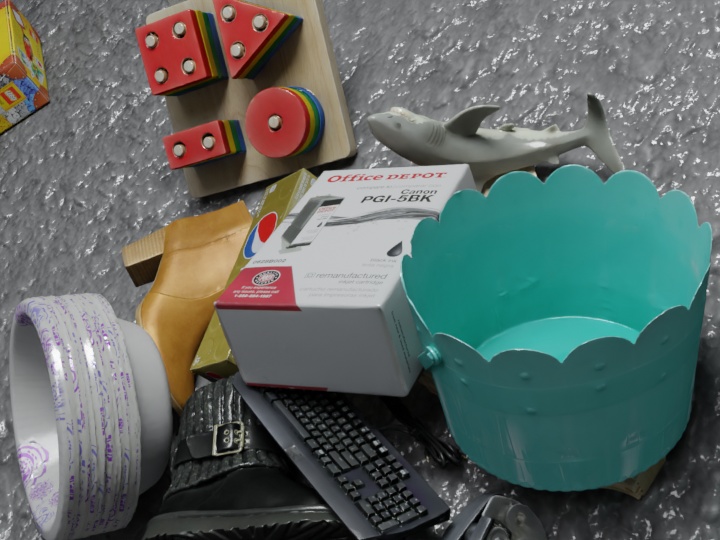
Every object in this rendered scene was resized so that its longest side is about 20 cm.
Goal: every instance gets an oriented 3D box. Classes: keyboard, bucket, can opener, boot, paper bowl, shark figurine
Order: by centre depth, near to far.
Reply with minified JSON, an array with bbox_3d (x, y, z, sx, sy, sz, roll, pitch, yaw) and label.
[{"bbox_3d":[0.058,0.241,0.644,0.201,0.053,0.067,-58,16,-19],"label":"can opener"},{"bbox_3d":[0.133,0.036,0.658,0.205,0.136,0.208,-8,36,6],"label":"bucket"},{"bbox_3d":[0.000,0.121,0.731,0.126,0.021,0.200,-10,36,-35],"label":"keyboard"},{"bbox_3d":[-0.060,0.155,0.755,0.209,0.080,0.159,-1,39,14],"label":"boot"},{"bbox_3d":[-0.227,0.120,0.826,0.103,0.202,0.201,-4,33,-31],"label":"paper bowl"},{"bbox_3d":[0.119,-0.091,0.846,0.212,0.128,0.091,3,80,12],"label":"shark figurine"},{"bbox_3d":[-0.139,0.026,0.920,0.143,0.071,0.203,-20,59,-4],"label":"boot"}]

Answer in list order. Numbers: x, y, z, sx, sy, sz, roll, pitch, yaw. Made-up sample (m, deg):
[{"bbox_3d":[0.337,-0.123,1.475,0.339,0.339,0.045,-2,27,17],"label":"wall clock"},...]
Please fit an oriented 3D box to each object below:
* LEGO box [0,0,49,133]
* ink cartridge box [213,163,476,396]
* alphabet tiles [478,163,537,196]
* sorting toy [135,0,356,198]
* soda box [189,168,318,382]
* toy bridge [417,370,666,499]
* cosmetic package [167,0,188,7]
[{"bbox_3d":[-0.539,-0.283,1.406,0.148,0.077,0.201,-31,44,5],"label":"LEGO box"},{"bbox_3d":[0.000,0.000,0.771,0.145,0.084,0.200,0,35,28],"label":"ink cartridge box"},{"bbox_3d":[0.075,-0.022,0.862,0.194,0.015,0.201,-24,46,14],"label":"alphabet tiles"},{"bbox_3d":[-0.126,-0.192,0.997,0.197,0.202,0.070,-12,4,23],"label":"sorting toy"},{"bbox_3d":[-0.077,0.012,0.874,0.067,0.064,0.202,-20,44,50],"label":"soda box"},{"bbox_3d":[0.117,0.117,0.712,0.199,0.027,0.067,23,69,40],"label":"toy bridge"},{"bbox_3d":[-0.150,-0.302,1.096,0.073,0.200,0.102,-12,47,23],"label":"cosmetic package"}]
